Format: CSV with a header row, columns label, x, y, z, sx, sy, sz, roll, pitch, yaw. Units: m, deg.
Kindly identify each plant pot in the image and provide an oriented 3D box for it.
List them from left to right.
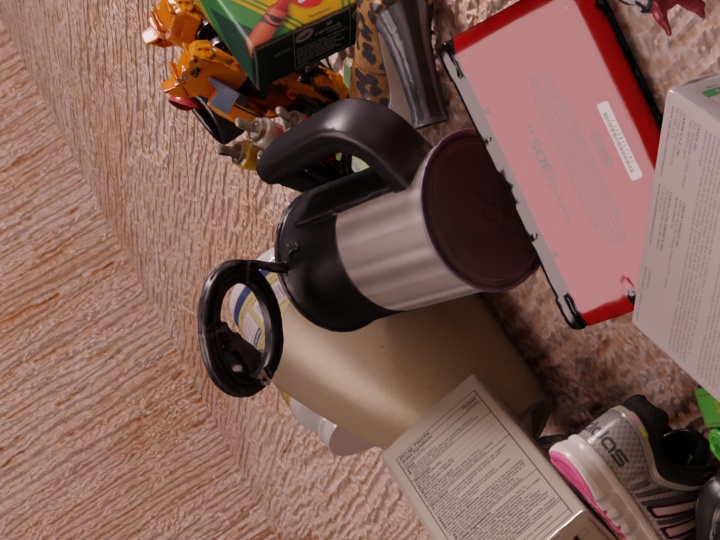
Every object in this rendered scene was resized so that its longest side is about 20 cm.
label,x,y,z,sx,sy,sz,roll,pitch,yaw
plant pot,0.058,0.086,1.220,0.200,0.187,0.188,38,154,26

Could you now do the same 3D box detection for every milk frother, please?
label,x,y,z,sx,sy,sz,roll,pitch,yaw
milk frother,0.000,0.000,1.036,0.180,0.201,0.188,27,155,-29

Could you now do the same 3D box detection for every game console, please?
label,x,y,z,sx,sy,sz,roll,pitch,yaw
game console,0.144,-0.078,0.924,0.172,0.118,0.201,-23,95,43

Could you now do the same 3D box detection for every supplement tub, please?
label,x,y,z,sx,sy,sz,roll,pitch,yaw
supplement tub,-0.031,0.076,1.491,0.200,0.144,0.145,55,162,28

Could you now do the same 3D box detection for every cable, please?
label,x,y,z,sx,sy,sz,roll,pitch,yaw
cable,-0.021,-0.086,1.181,0.199,0.097,0.051,19,-125,-51

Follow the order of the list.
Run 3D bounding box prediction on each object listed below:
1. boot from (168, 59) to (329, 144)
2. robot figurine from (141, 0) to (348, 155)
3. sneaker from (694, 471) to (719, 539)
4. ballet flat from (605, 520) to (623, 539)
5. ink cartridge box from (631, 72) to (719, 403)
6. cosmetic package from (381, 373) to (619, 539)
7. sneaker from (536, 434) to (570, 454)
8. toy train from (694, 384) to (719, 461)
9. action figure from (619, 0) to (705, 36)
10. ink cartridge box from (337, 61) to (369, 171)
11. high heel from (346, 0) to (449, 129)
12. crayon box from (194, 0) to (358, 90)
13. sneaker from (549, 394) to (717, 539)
label,x,y,z,sx,sy,sz,roll,pitch,yaw
boot,-0.129,-0.224,1.325,0.201,0.144,0.072,64,166,1
robot figurine,-0.081,-0.157,1.206,0.199,0.058,0.145,22,-149,-38
sneaker,0.263,0.206,0.923,0.104,0.060,0.201,-134,26,-58
ballet flat,0.213,0.277,1.171,0.068,0.072,0.201,42,154,50
ink cartridge box,0.223,0.015,0.730,0.200,0.050,0.162,45,146,42
cosmetic package,0.105,0.174,1.038,0.087,0.103,0.200,46,-176,-30
sneaker,0.172,0.160,1.118,0.072,0.072,0.200,63,163,4
toy train,0.247,0.076,0.809,0.200,0.041,0.057,145,108,-74
action figure,0.119,-0.211,0.710,0.149,0.134,0.200,-34,97,32
ink cartridge box,0.003,-0.074,1.326,0.146,0.048,0.200,56,165,25
high heel,0.016,-0.175,1.112,0.200,0.071,0.144,-178,73,-75
crayon box,-0.078,-0.249,1.152,0.200,0.126,0.051,54,161,28
sneaker,0.214,0.156,0.984,0.200,0.087,0.074,46,-179,-31
